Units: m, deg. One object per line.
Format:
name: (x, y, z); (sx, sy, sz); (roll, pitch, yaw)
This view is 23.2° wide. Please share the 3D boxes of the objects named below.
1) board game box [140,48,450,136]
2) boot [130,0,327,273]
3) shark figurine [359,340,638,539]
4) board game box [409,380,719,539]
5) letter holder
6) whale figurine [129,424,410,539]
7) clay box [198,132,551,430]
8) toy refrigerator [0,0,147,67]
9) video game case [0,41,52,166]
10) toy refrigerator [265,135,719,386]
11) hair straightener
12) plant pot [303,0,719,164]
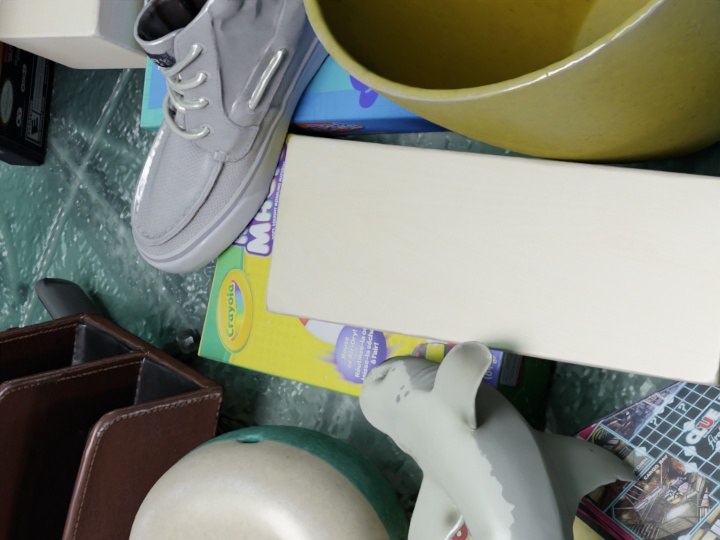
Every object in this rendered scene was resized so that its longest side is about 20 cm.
board game box: (-0.017, -0.143, 0.850); (0.199, 0.045, 0.153); (1, 84, 38)
boot: (-0.073, -0.092, 0.796); (0.073, 0.095, 0.201); (39, 107, 35)
shark figurine: (0.073, 0.108, 0.682); (0.128, 0.089, 0.216); (-55, 47, 52)
board game box: (0.123, 0.125, 0.712); (0.199, 0.035, 0.136); (-31, 66, 31)
letter holder: (-0.162, 0.139, 0.833); (0.100, 0.142, 0.201); (26, 113, 35)
whale figurine: (-0.029, 0.166, 0.799); (0.158, 0.104, 0.201); (-3, 106, 26)
clay box: (0.000, 0.000, 0.815); (0.199, 0.047, 0.116); (11, 89, 36)
toy refrigerator: (-0.139, -0.213, 0.918); (0.070, 0.076, 0.202); (2, 85, 24)
video game case: (-0.199, -0.168, 0.914); (0.025, 0.181, 0.202); (3, 85, 10)
toy refrigerator: (0.066, -0.005, 0.701); (0.199, 0.070, 0.076); (7, 89, 32)
hair straightener: (-0.108, 0.067, 0.893); (0.200, 0.041, 0.077); (46, 111, 32)
plant pot: (0.096, -0.120, 0.684); (0.199, 0.142, 0.201); (-18, 55, 28)
